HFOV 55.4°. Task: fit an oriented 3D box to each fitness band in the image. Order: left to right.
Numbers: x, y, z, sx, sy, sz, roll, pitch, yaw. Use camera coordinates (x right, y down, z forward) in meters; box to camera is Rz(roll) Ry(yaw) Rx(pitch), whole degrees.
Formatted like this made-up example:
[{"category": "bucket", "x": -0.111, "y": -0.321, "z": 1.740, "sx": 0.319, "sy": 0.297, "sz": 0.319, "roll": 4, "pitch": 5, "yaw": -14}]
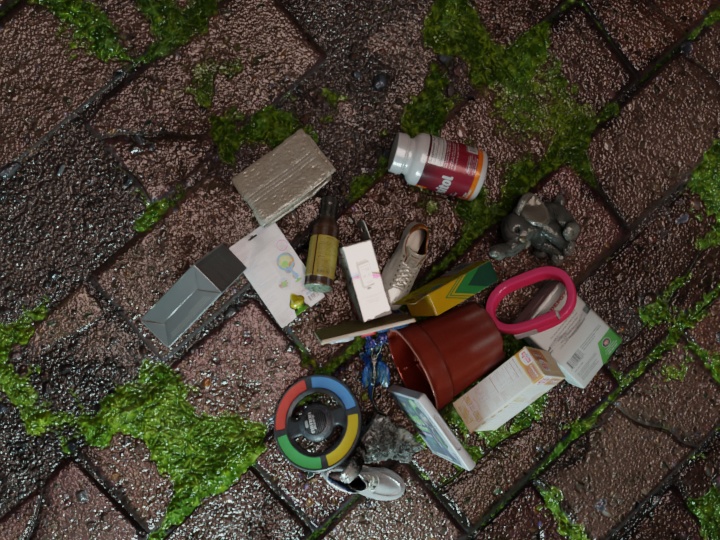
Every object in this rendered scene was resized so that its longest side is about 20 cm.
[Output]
[{"category": "fitness band", "x": 0.367, "y": 0.067, "z": 1.488, "sx": 0.198, "sy": 0.145, "sz": 0.037, "roll": -22, "pitch": 137, "yaw": 20}]

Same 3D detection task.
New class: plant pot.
[{"category": "plant pot", "x": 0.188, "y": 0.173, "z": 1.457, "sx": 0.193, "sy": 0.201, "sz": 0.203, "roll": -25, "pitch": 95, "yaw": -16}]

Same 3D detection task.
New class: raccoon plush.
[{"category": "raccoon plush", "x": 0.045, "y": 0.402, "z": 1.457, "sx": 0.133, "sy": 0.097, "sz": 0.201, "roll": 38, "pitch": 55, "yaw": -3}]

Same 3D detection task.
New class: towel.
[{"category": "towel", "x": -0.161, "y": -0.197, "z": 1.450, "sx": 0.199, "sy": 0.035, "sz": 0.133, "roll": -36, "pitch": 76, "yaw": -6}]

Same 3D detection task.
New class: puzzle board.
[{"category": "puzzle board", "x": 0.006, "y": 0.120, "z": 1.438, "sx": 0.197, "sy": 0.151, "sz": 0.018, "roll": -12, "pitch": 95, "yaw": -8}]

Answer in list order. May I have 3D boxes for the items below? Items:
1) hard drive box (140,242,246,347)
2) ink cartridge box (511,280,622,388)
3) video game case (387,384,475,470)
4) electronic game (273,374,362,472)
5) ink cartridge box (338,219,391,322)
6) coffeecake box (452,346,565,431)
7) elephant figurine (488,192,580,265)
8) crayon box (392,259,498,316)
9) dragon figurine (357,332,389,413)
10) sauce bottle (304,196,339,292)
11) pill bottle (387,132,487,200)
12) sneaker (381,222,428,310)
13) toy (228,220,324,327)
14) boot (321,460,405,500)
[{"category": "hard drive box", "x": -0.321, "y": 0.043, "z": 1.345, "sx": 0.156, "sy": 0.200, "sz": 0.077, "roll": -43, "pitch": 97, "yaw": 11}, {"category": "ink cartridge box", "x": 0.460, "y": 0.139, "z": 1.541, "sx": 0.200, "sy": 0.083, "sz": 0.147, "roll": 43, "pitch": 85, "yaw": -7}, {"category": "video game case", "x": 0.143, "y": 0.325, "z": 1.439, "sx": 0.023, "sy": 0.200, "sz": 0.183, "roll": -37, "pitch": 96, "yaw": -15}, {"category": "electronic game", "x": -0.091, "y": 0.320, "z": 1.444, "sx": 0.197, "sy": 0.042, "sz": 0.203, "roll": -5, "pitch": 72, "yaw": 16}, {"category": "ink cartridge box", "x": 0.000, "y": 0.000, "z": 1.453, "sx": 0.067, "sy": 0.116, "sz": 0.203, "roll": -16, "pitch": 93, "yaw": -8}, {"category": "coffeecake box", "x": 0.315, "y": 0.252, "z": 1.447, "sx": 0.200, "sy": 0.153, "sz": 0.074, "roll": -42, "pitch": 61, "yaw": 19}, {"category": "elephant figurine", "x": 0.364, "y": -0.097, "z": 1.492, "sx": 0.197, "sy": 0.156, "sz": 0.143, "roll": 12, "pitch": 112, "yaw": -17}, {"category": "crayon box", "x": 0.178, "y": 0.046, "z": 1.456, "sx": 0.198, "sy": 0.127, "sz": 0.051, "roll": -27, "pitch": 95, "yaw": -19}, {"category": "dragon figurine", "x": 0.029, "y": 0.220, "z": 1.469, "sx": 0.058, "sy": 0.099, "sz": 0.203, "roll": -1, "pitch": 94, "yaw": -8}, {"category": "sauce bottle", "x": -0.076, "y": -0.057, "z": 1.446, "sx": 0.064, "sy": 0.065, "sz": 0.203, "roll": 11, "pitch": 72, "yaw": -9}, {"category": "pill bottle", "x": 0.163, "y": -0.228, "z": 1.475, "sx": 0.197, "sy": 0.113, "sz": 0.115, "roll": 14, "pitch": 89, "yaw": -8}, {"category": "sneaker", "x": 0.094, "y": -0.009, "z": 1.483, "sx": 0.072, "sy": 0.085, "sz": 0.203, "roll": 18, "pitch": 91, "yaw": -10}, {"category": "toy", "x": -0.178, "y": 0.006, "z": 1.460, "sx": 0.115, "sy": 0.047, "sz": 0.201, "roll": -35, "pitch": 90, "yaw": -8}, {"category": "boot", "x": 0.009, "y": 0.458, "z": 1.473, "sx": 0.197, "sy": 0.096, "sz": 0.075, "roll": 17, "pitch": 89, "yaw": -9}]
